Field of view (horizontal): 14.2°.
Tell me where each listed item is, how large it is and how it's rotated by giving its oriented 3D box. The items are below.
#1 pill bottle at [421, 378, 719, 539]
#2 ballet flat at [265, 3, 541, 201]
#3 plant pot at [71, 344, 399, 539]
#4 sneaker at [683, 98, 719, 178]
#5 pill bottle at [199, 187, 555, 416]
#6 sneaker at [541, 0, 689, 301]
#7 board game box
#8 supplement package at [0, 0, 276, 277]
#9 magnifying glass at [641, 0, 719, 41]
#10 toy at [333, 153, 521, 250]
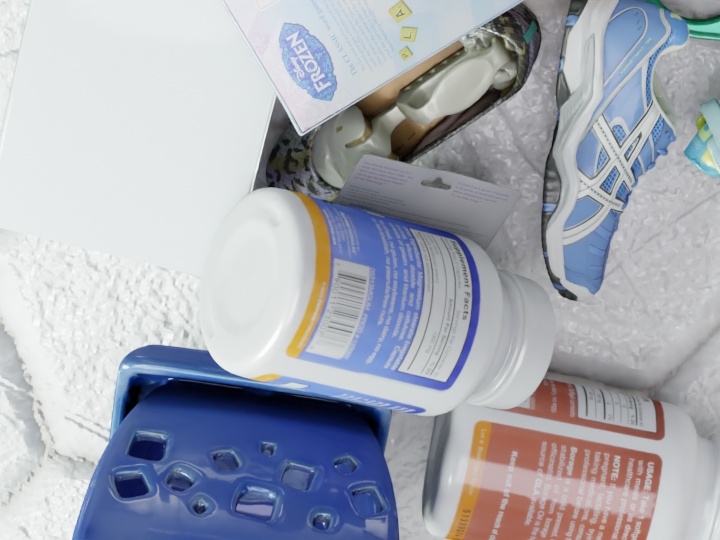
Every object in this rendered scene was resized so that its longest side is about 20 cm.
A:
[{"bbox_3d":[0.145,0.131,1.831,0.199,0.112,0.113,12,111,-5],"label":"pill bottle"},{"bbox_3d":[0.023,-0.096,1.764,0.200,0.072,0.072,-34,108,12],"label":"ballet flat"},{"bbox_3d":[-0.077,0.165,1.786,0.199,0.181,0.200,7,143,-3],"label":"plant pot"},{"bbox_3d":[0.251,-0.120,1.731,0.130,0.080,0.201,-11,111,4],"label":"sneaker"},{"bbox_3d":[0.014,0.024,1.714,0.199,0.112,0.112,14,113,-34],"label":"pill bottle"},{"bbox_3d":[0.153,-0.072,1.768,0.077,0.076,0.201,8,114,5],"label":"sneaker"},{"bbox_3d":[0.000,-0.211,1.611,0.199,0.041,0.201,-30,111,2],"label":"board game box"},{"bbox_3d":[-0.127,-0.118,1.732,0.155,0.111,0.201,14,110,-6],"label":"supplement package"},{"bbox_3d":[0.255,-0.154,1.768,0.199,0.022,0.080,30,108,-12],"label":"magnifying glass"},{"bbox_3d":[0.000,0.000,1.801,0.115,0.047,0.200,11,126,-30],"label":"toy"}]
